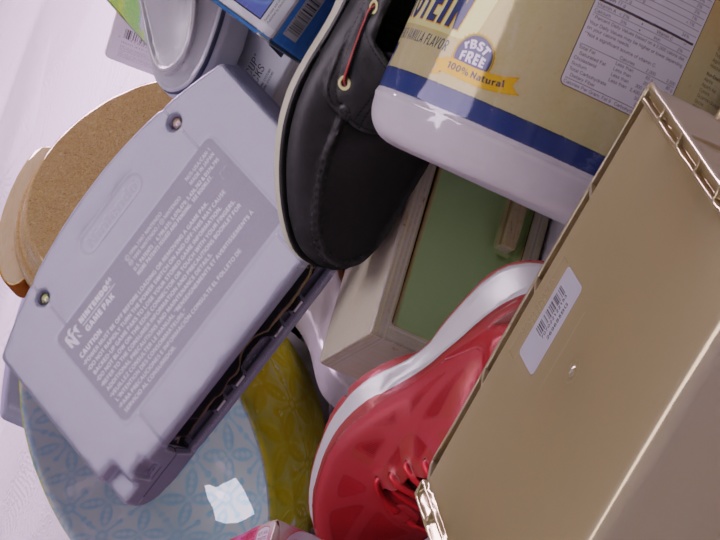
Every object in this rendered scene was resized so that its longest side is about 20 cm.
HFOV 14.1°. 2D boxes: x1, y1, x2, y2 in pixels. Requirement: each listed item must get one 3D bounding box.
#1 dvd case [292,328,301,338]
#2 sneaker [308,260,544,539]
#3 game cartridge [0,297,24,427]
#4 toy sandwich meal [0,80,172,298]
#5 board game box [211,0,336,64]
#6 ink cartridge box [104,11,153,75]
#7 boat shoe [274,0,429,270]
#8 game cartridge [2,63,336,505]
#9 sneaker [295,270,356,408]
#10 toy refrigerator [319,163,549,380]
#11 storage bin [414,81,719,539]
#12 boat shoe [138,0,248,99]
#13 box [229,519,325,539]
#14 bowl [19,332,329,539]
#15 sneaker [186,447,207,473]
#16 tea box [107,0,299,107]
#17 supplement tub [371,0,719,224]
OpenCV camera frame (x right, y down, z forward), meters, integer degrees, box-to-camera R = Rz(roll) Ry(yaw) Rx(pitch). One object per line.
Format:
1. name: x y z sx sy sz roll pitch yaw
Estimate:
1. dvd case: -0.034 -0.039 1.705 0.200 0.017 0.143 -42 49 54
2. sneaker: 0.035 0.094 1.315 0.200 0.078 0.116 -55 19 36
3. game cartridge: -0.143 0.022 1.832 0.200 0.133 0.040 -65 10 6
4. toy sandwich meal: -0.116 -0.029 1.697 0.205 0.070 0.206 -12 48 13
5. board game box: -0.048 -0.236 1.420 0.200 0.196 0.056 -54 -22 3
6. ink cartridge box: -0.077 -0.201 1.868 0.200 0.128 0.126 127 163 -72
7. boat shoe: 0.016 -0.091 1.363 0.063 0.074 0.202 36 108 56
8. game cartridge: -0.093 0.002 1.469 0.133 0.041 0.200 46 107 26
9. sneaker: 0.000 0.000 1.539 0.085 0.073 0.200 -69 27 22
10. toy refrigerator: 0.051 -0.038 1.438 0.070 0.076 0.201 -32 37 61
11. storage bin: 0.116 0.055 1.100 0.200 0.094 0.199 -61 17 17
12. boat shoe: -0.102 -0.186 1.496 0.073 0.065 0.201 -14 75 44
13. box: -0.048 0.196 1.387 0.200 0.102 0.095 -30 40 60
14. bowl: -0.082 0.080 1.582 0.108 0.200 0.200 -24 -16 -41
15. sneaker: -0.103 0.057 1.733 0.200 0.074 0.088 -105 31 -41
16. tea box: -0.020 -0.187 1.556 0.197 0.133 0.200 48 118 39
17. supplement tub: 0.105 -0.124 1.277 0.200 0.144 0.144 -66 17 1
